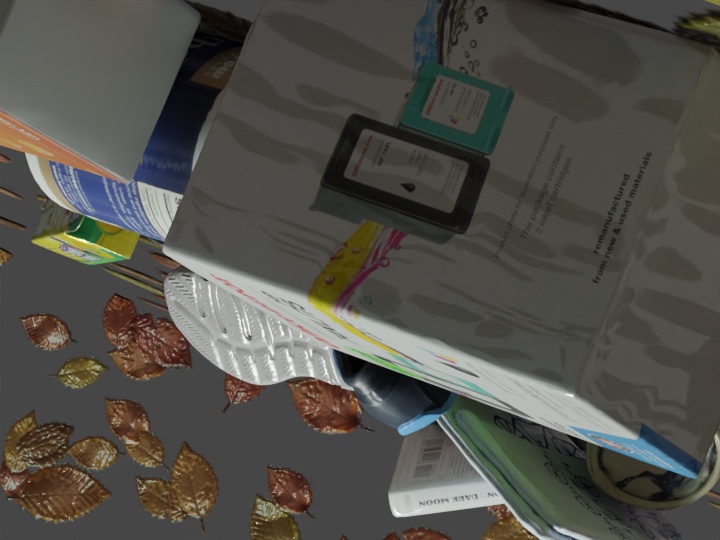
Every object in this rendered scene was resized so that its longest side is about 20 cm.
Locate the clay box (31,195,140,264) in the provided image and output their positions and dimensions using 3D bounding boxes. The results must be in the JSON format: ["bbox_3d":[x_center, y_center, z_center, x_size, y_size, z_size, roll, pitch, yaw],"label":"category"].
[{"bbox_3d":[-0.149,-0.064,1.669,0.048,0.115,0.200,23,175,-13],"label":"clay box"}]

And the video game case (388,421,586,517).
[{"bbox_3d":[0.119,0.101,1.798,0.181,0.023,0.200,-9,-161,11],"label":"video game case"}]

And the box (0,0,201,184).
[{"bbox_3d":[-0.202,-0.128,1.386,0.200,0.098,0.124,17,171,39],"label":"box"}]

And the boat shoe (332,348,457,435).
[{"bbox_3d":[0.009,-0.011,1.447,0.069,0.084,0.200,32,-153,-40],"label":"boat shoe"}]

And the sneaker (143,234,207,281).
[{"bbox_3d":[-0.049,-0.029,1.690,0.200,0.099,0.071,17,170,25],"label":"sneaker"}]

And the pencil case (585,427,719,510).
[{"bbox_3d":[0.178,0.079,1.626,0.078,0.089,0.200,41,-166,-4],"label":"pencil case"}]

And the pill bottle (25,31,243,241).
[{"bbox_3d":[-0.071,-0.063,1.417,0.200,0.111,0.111,17,172,39],"label":"pill bottle"}]

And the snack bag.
[{"bbox_3d":[0.103,0.105,1.580,0.188,0.021,0.200,24,-161,-49],"label":"snack bag"}]

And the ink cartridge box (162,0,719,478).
[{"bbox_3d":[0.055,-0.026,1.125,0.200,0.146,0.147,19,173,31],"label":"ink cartridge box"}]

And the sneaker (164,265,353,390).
[{"bbox_3d":[-0.023,0.019,1.751,0.200,0.112,0.078,14,128,34],"label":"sneaker"}]
